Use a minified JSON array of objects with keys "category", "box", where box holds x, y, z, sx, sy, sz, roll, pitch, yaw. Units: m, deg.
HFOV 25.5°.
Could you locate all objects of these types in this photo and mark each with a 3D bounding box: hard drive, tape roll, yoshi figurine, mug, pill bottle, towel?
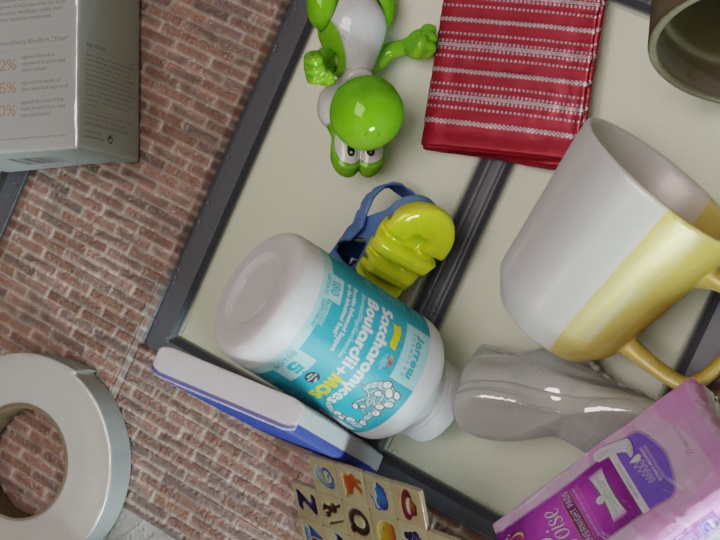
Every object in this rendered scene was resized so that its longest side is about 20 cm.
[{"category":"hard drive","box":[-0.071,0.116,1.283,0.132,0.200,0.025,20,81,23]},{"category":"tape roll","box":[-0.305,0.175,1.467,0.202,0.037,0.204,-2,85,23]},{"category":"yoshi figurine","box":[0.001,-0.180,1.325,0.112,0.112,0.201,-6,86,23]},{"category":"mug","box":[0.193,-0.001,1.211,0.153,0.149,0.187,-51,45,20]},{"category":"pill bottle","box":[-0.010,0.062,1.264,0.111,0.200,0.111,-37,35,32]},{"category":"towel","box":[0.131,-0.188,1.320,0.144,0.022,0.201,9,87,25]}]

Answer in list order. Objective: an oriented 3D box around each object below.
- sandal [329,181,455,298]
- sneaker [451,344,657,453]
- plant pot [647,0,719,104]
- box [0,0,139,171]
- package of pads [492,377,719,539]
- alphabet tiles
[{"category":"sandal","box":[0.000,0.000,1.341,0.200,0.079,0.087,-44,34,22]},{"category":"sneaker","box":[0.177,0.096,1.257,0.199,0.075,0.089,12,46,10]},{"category":"plant pot","box":[0.314,-0.239,1.170,0.199,0.200,0.174,-3,69,23]},{"category":"box","box":[-0.291,-0.199,1.452,0.152,0.106,0.201,-1,86,23]},{"category":"package of pads","box":[0.200,0.181,1.157,0.200,0.076,0.121,-38,31,9]},{"category":"alphabet tiles","box":[0.017,0.234,1.274,0.200,0.006,0.167,11,119,48]}]
